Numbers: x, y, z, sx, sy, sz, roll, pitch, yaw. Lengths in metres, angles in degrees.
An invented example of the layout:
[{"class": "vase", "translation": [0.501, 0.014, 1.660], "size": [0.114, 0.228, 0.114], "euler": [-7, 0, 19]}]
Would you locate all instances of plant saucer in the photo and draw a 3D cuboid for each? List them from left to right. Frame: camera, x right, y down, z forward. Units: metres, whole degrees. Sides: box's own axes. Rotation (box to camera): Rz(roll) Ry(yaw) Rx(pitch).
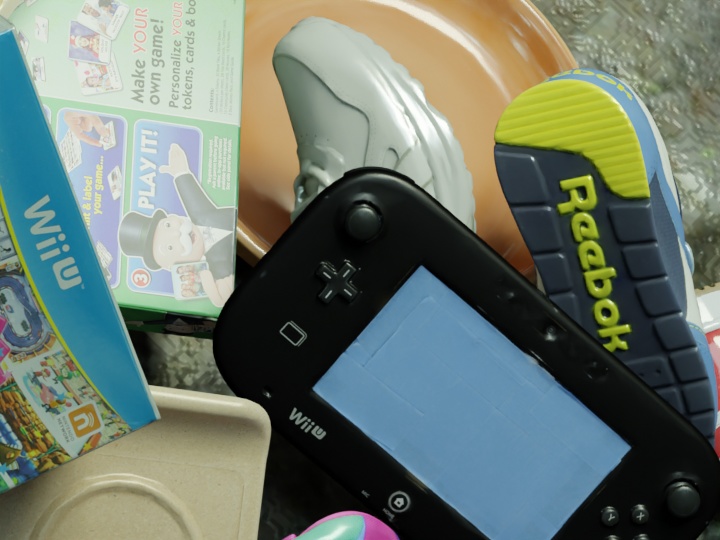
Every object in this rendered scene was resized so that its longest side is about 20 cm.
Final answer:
[{"class": "plant saucer", "translation": [0.006, -0.062, 1.102], "size": [0.200, 0.037, 0.201], "euler": [9, 59, -15]}]

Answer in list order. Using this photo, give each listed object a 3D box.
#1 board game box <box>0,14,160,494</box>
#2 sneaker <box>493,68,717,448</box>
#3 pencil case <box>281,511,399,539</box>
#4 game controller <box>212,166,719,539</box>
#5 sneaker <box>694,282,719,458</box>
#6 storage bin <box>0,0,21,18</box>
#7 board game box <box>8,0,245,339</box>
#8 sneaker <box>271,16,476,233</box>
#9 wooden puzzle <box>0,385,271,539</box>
[{"class": "board game box", "translation": [-0.184, 0.018, 0.809], "size": [0.200, 0.064, 0.148], "euler": [-25, 115, -15]}, {"class": "sneaker", "translation": [0.106, 0.009, 1.040], "size": [0.074, 0.200, 0.082], "euler": [-6, 18, 13]}, {"class": "pencil case", "translation": [0.007, 0.182, 0.905], "size": [0.088, 0.088, 0.200], "euler": [-4, 45, -23]}, {"class": "game controller", "translation": [0.041, 0.054, 0.960], "size": [0.200, 0.042, 0.104], "euler": [40, 86, -12]}, {"class": "sneaker", "translation": [0.224, 0.051, 1.099], "size": [0.200, 0.071, 0.113], "euler": [-13, 64, -20]}, {"class": "storage bin", "translation": [-0.229, -0.140, 0.927], "size": [0.200, 0.094, 0.199], "euler": [21, 60, 22]}, {"class": "board game box", "translation": [-0.113, -0.079, 1.000], "size": [0.134, 0.029, 0.200], "euler": [8, 70, -17]}, {"class": "sneaker", "translation": [0.000, 0.000, 0.998], "size": [0.099, 0.078, 0.200], "euler": [-24, 90, -16]}, {"class": "wooden puzzle", "translation": [-0.134, 0.133, 0.900], "size": [0.185, 0.046, 0.200], "euler": [8, 89, -16]}]
